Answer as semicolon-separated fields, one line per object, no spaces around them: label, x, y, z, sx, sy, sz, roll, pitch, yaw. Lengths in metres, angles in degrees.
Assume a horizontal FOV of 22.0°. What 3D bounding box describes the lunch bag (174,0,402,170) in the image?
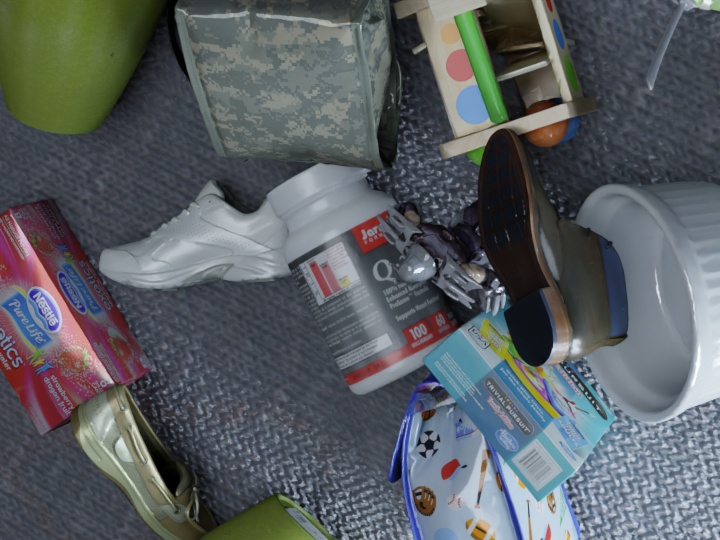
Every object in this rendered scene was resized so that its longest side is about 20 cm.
lunch bag;-0.054;-0.172;1.568;0.162;0.118;0.201;5;138;12

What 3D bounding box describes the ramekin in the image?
ramekin;0.264;0.020;1.553;0.097;0.200;0.203;-11;96;-21

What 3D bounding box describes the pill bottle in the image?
pill bottle;0.000;0.000;1.671;0.115;0.116;0.201;-27;90;19

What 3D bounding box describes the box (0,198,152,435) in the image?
box;-0.303;0.043;1.781;0.099;0.095;0.201;-32;88;18

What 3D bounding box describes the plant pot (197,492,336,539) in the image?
plant pot;-0.111;0.313;1.731;0.187;0.187;0.200;41;93;8

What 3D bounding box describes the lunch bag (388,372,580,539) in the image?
lunch bag;0.102;0.175;1.638;0.123;0.170;0.202;-13;96;20

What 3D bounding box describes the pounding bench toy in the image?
pounding bench toy;0.112;-0.171;1.567;0.123;0.200;0.157;-17;92;18

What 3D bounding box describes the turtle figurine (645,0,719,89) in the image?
turtle figurine;0.322;-0.269;1.505;0.198;0.144;0.196;-9;74;-23

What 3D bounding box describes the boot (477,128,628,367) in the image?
boot;0.160;-0.020;1.537;0.075;0.096;0.202;-25;71;53

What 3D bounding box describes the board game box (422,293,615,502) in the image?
board game box;0.142;0.103;1.597;0.047;0.200;0.151;-41;86;19

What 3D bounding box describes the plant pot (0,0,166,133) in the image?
plant pot;-0.264;-0.236;1.693;0.186;0.187;0.202;21;118;13

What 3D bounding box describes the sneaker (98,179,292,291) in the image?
sneaker;-0.152;-0.033;1.743;0.198;0.078;0.100;-5;90;9

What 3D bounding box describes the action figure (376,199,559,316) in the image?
action figure;0.093;-0.024;1.595;0.130;0.199;0.069;50;135;13

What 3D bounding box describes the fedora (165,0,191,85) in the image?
fedora;-0.098;-0.234;1.678;0.199;0.092;0.203;2;98;17

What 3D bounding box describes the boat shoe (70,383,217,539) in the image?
boat shoe;-0.192;0.189;1.749;0.063;0.073;0.201;-32;116;12
